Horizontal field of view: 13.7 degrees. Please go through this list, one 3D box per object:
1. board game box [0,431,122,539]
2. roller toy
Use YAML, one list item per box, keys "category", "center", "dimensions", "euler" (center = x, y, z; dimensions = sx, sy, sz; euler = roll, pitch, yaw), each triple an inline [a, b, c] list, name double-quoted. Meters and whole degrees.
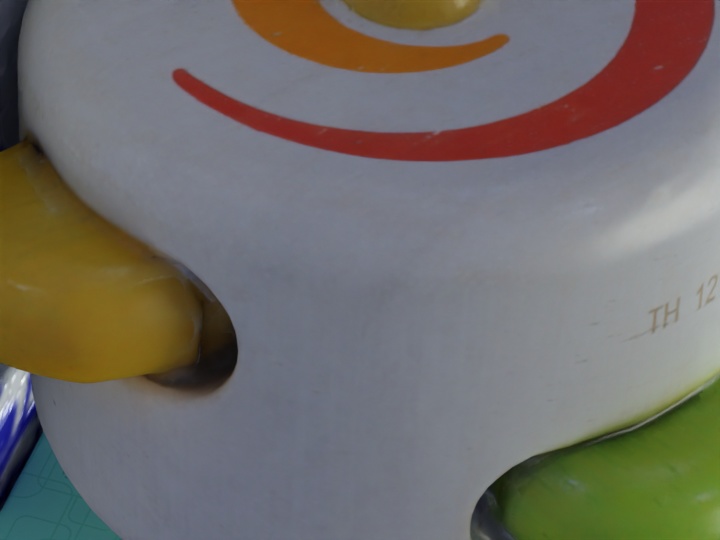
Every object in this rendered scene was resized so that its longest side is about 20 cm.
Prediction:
- category: "board game box"
  center: [-0.057, 0.099, 0.863]
  dimensions: [0.200, 0.045, 0.152]
  euler: [92, 17, -45]
- category: "roller toy"
  center: [0.008, -0.020, 0.717]
  dimensions: [0.183, 0.199, 0.140]
  euler: [-79, 173, -52]
